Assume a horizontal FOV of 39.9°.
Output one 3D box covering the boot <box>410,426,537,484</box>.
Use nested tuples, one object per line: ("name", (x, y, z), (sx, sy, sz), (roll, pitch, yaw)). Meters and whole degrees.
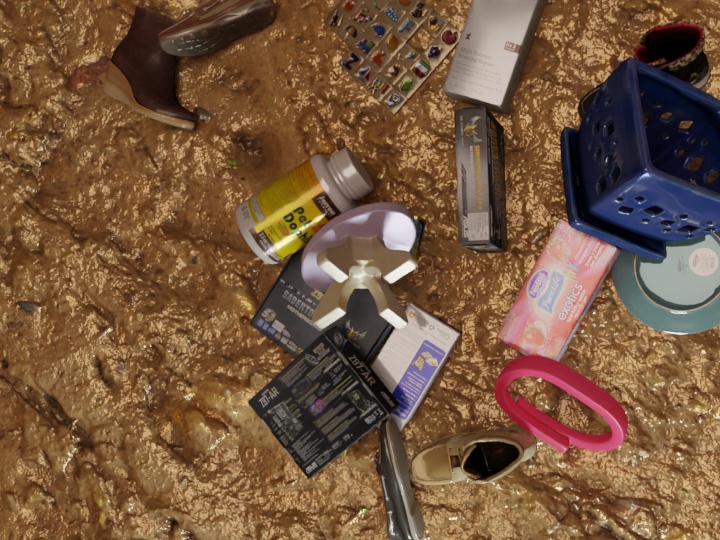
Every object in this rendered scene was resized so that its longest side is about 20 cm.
("boot", (0.155, 0.280, 1.463), (0.200, 0.155, 0.073), (-14, 84, 16))

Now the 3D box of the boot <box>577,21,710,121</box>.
("boot", (0.404, -0.281, 1.421), (0.200, 0.151, 0.073), (-17, 75, 13))

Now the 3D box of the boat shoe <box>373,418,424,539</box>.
("boat shoe", (0.047, 0.327, 1.523), (0.057, 0.067, 0.200), (-11, 100, 18))

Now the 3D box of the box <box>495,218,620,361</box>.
("box", (0.292, 0.034, 1.461), (0.095, 0.103, 0.200), (29, 99, 15))

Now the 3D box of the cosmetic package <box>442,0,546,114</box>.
("cosmetic package", (0.208, -0.352, 1.526), (0.101, 0.074, 0.200), (18, 93, 16))

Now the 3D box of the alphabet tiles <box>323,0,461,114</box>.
("alphabet tiles", (0.041, -0.379, 1.609), (0.200, 0.008, 0.167), (44, 99, 14))

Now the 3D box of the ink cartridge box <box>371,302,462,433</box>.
("ink cartridge box", (0.069, 0.158, 1.557), (0.095, 0.037, 0.200), (32, 93, 14))

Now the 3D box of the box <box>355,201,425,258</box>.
("box", (-0.002, -0.073, 1.575), (0.200, 0.064, 0.070), (14, 91, 17))

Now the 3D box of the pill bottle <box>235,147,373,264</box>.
("pill bottle", (-0.083, -0.102, 1.509), (0.200, 0.109, 0.109), (-32, 79, 12))

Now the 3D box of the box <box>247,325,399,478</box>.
("box", (-0.060, 0.208, 1.546), (0.160, 0.044, 0.200), (50, 119, 7))

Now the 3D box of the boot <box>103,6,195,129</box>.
("boot", (-0.338, -0.344, 1.680), (0.200, 0.072, 0.167), (28, 97, 19))

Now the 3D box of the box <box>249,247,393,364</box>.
("box", (-0.055, 0.076, 1.588), (0.200, 0.051, 0.158), (35, 96, 14))

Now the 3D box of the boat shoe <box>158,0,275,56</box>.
("boat shoe", (-0.243, -0.418, 1.651), (0.200, 0.076, 0.072), (-21, 71, -7))

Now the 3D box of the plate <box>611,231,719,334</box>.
("plate", (0.471, -0.006, 1.456), (0.200, 0.026, 0.201), (-1, 86, 17))

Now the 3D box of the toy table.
("toy table", (0.000, 0.000, 1.462), (0.200, 0.184, 0.117), (-45, 31, 30))

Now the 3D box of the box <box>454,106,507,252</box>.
("box", (0.181, -0.130, 1.477), (0.048, 0.158, 0.201), (-2, 86, 18))

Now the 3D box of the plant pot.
("plant pot", (0.391, -0.139, 1.364), (0.180, 0.200, 0.200), (-43, 38, 47))

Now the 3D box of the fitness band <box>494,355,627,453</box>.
("fitness band", (0.291, 0.197, 1.439), (0.200, 0.037, 0.144), (33, 140, -1))
